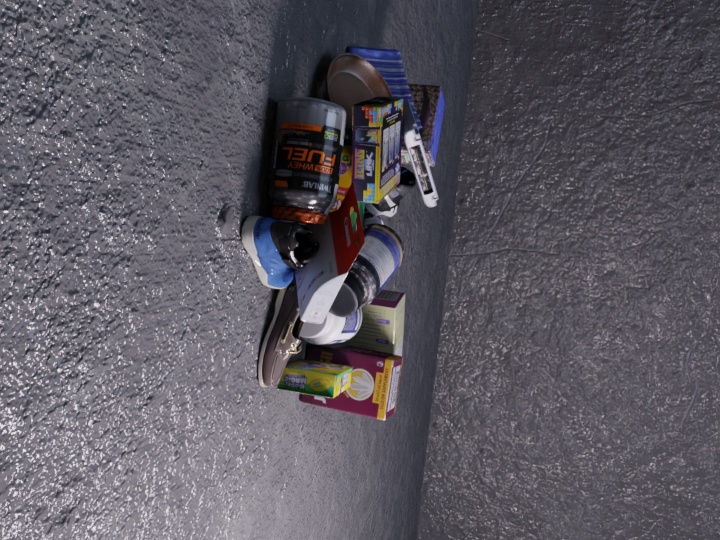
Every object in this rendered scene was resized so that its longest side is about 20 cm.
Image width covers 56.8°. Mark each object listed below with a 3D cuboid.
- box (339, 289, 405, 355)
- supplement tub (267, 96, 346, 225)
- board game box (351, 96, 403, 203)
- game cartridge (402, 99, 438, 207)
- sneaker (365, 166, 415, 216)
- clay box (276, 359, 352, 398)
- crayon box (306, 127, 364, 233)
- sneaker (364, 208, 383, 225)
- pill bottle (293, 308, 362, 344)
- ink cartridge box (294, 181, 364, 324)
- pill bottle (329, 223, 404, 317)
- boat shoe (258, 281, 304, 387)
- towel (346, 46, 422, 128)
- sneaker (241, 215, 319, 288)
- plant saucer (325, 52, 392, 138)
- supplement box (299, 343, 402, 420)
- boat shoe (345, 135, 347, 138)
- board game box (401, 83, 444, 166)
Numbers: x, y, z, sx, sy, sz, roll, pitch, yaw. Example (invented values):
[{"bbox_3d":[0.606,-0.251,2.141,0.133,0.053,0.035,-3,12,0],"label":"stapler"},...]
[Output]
[{"bbox_3d":[0.007,0.148,1.547,0.097,0.173,0.203,-46,140,-64],"label":"box"},{"bbox_3d":[-0.093,-0.184,1.138,0.122,0.121,0.203,-3,99,-74],"label":"supplement tub"},{"bbox_3d":[0.032,-0.227,1.226,0.200,0.056,0.168,-50,145,-67],"label":"board game box"},{"bbox_3d":[0.118,-0.247,1.397,0.134,0.041,0.201,-105,173,-48],"label":"game cartridge"},{"bbox_3d":[0.080,-0.175,1.450,0.073,0.111,0.200,54,19,0],"label":"sneaker"},{"bbox_3d":[-0.090,0.212,1.314,0.200,0.113,0.048,22,75,-80],"label":"clay box"},{"bbox_3d":[-0.056,-0.172,1.273,0.051,0.125,0.203,-38,132,-68],"label":"crayon box"},{"bbox_3d":[-0.001,-0.164,1.514,0.200,0.077,0.142,-117,-165,-62],"label":"sneaker"},{"bbox_3d":[-0.073,0.094,1.359,0.200,0.109,0.113,15,83,-74],"label":"pill bottle"},{"bbox_3d":[-0.060,-0.034,1.151,0.164,0.056,0.201,-101,-153,-44],"label":"ink cartridge box"},{"bbox_3d":[0.000,0.000,1.294,0.200,0.110,0.113,-49,145,-47],"label":"pill bottle"},{"bbox_3d":[-0.136,0.120,1.229,0.072,0.059,0.203,52,52,-70],"label":"boat shoe"},{"bbox_3d":[0.053,-0.400,1.459,0.143,0.024,0.203,-6,73,-33],"label":"towel"},{"bbox_3d":[-0.120,-0.022,1.137,0.201,0.110,0.078,72,30,-58],"label":"sneaker"},{"bbox_3d":[-0.004,-0.337,1.347,0.199,0.036,0.204,18,63,-41],"label":"plant saucer"},{"bbox_3d":[-0.018,0.236,1.456,0.103,0.197,0.133,8,90,-74],"label":"supplement box"},{"bbox_3d":[-0.029,-0.322,1.396,0.072,0.069,0.201,82,23,-44],"label":"boat shoe"},{"bbox_3d":[0.084,-0.343,1.549,0.097,0.197,0.162,41,58,-72],"label":"board game box"}]
